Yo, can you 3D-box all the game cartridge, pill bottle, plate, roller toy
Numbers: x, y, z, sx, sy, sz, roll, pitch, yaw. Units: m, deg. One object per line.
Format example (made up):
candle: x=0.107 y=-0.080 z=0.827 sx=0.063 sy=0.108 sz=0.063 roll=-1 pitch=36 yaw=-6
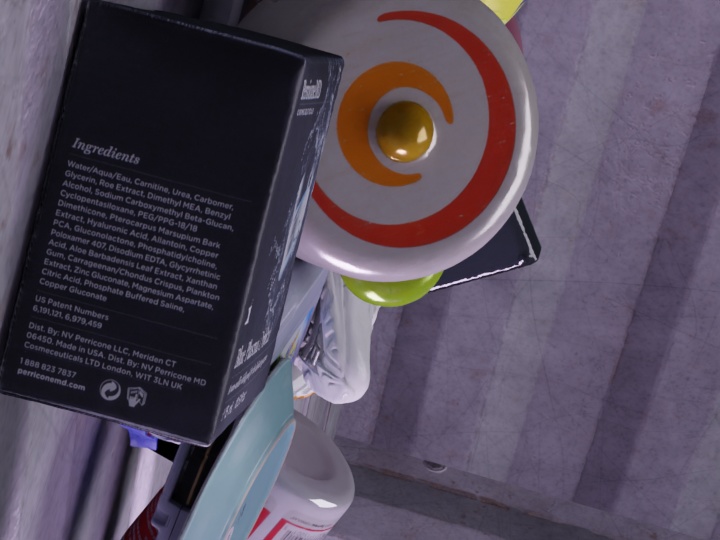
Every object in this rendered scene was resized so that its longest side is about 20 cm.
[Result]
game cartridge: x=-0.074 y=0.074 z=1.444 sx=0.134 sy=0.040 sz=0.201 roll=-63 pitch=176 yaw=-59
pill bottle: x=-0.103 y=0.195 z=1.610 sx=0.200 sy=0.112 sz=0.112 roll=-50 pitch=-175 yaw=20
plate: x=-0.081 y=0.149 z=1.413 sx=0.201 sy=0.025 sz=0.200 roll=-63 pitch=175 yaw=-10
roller toy: x=0.006 y=-0.089 z=1.342 sx=0.183 sy=0.199 sz=0.140 roll=-59 pitch=-160 yaw=-3

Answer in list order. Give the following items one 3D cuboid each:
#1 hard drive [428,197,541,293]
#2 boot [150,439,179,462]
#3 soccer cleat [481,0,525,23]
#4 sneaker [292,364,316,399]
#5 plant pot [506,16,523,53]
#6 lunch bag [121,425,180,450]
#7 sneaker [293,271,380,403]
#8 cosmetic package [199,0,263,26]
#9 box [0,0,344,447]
hard drive: x=0.036 y=-0.078 z=1.668 sx=0.033 sy=0.139 sz=0.201 roll=-65 pitch=136 yaw=-60
boot: x=-0.099 y=0.025 z=1.664 sx=0.200 sy=0.065 sz=0.165 roll=-66 pitch=178 yaw=-53
soccer cleat: x=0.059 y=-0.147 z=1.496 sx=0.200 sy=0.064 sz=0.084 roll=-45 pitch=-145 yaw=45
sneaker: x=-0.052 y=0.013 z=1.599 sx=0.201 sy=0.075 sz=0.092 roll=-70 pitch=144 yaw=-51
plant pot: x=0.006 y=-0.150 z=1.773 sx=0.179 sy=0.199 sz=0.201 roll=-41 pitch=149 yaw=-56
lunch bag: x=-0.115 y=0.041 z=1.474 sx=0.200 sy=0.075 sz=0.161 roll=72 pitch=37 yaw=-81
sneaker: x=0.000 y=0.000 z=1.538 sx=0.078 sy=0.099 sz=0.201 roll=130 pitch=-38 yaw=-51
cosmetic package: x=-0.023 y=-0.160 z=1.429 sx=0.052 sy=0.150 sz=0.201 roll=28 pitch=-74 yaw=59
box: x=-0.093 y=-0.030 z=1.176 sx=0.197 sy=0.117 sz=0.202 roll=-46 pitch=150 yaw=-83
